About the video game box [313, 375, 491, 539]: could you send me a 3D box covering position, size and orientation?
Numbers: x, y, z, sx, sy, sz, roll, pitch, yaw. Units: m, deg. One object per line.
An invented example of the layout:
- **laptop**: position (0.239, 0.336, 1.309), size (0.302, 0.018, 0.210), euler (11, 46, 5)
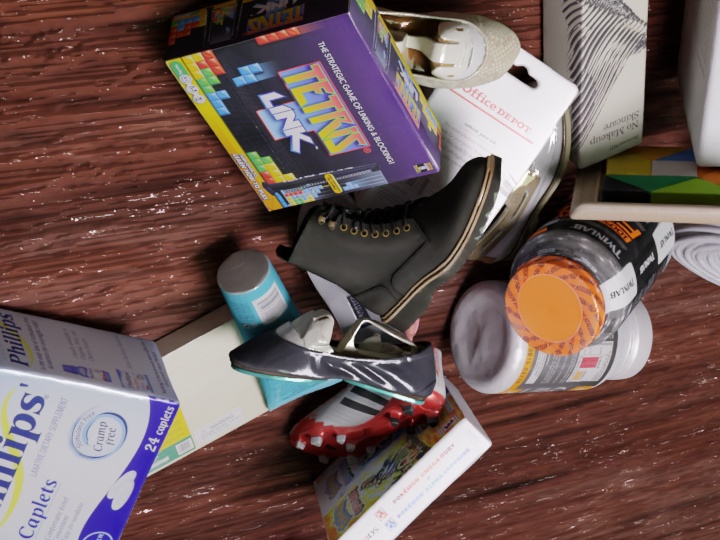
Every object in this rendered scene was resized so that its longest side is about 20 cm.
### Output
- **video game box**: position (0.037, 0.195, 1.649), size (0.047, 0.200, 0.182), euler (43, 93, -12)

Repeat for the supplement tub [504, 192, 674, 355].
- **supplement tub**: position (0.222, -0.004, 1.610), size (0.200, 0.122, 0.123), euler (-43, 151, -52)

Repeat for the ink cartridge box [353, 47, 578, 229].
- **ink cartridge box**: position (0.094, -0.119, 1.496), size (0.115, 0.067, 0.201), euler (31, 105, -14)

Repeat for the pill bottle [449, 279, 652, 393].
- **pill bottle**: position (0.201, 0.068, 1.713), size (0.199, 0.116, 0.117), euler (2, 122, -35)

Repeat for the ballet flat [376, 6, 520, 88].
- **ballet flat**: position (0.043, -0.187, 1.392), size (0.198, 0.062, 0.068), euler (4, 107, -10)

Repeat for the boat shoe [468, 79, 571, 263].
- **boat shoe**: position (0.143, -0.090, 1.579), size (0.068, 0.075, 0.201), euler (-12, 130, -34)

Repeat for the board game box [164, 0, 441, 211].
- **board game box**: position (-0.043, -0.144, 1.364), size (0.164, 0.057, 0.200), euler (-11, 140, 21)

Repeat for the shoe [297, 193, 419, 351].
- **shoe**: position (0.000, 0.000, 1.560), size (0.071, 0.091, 0.201), euler (-17, 110, 17)

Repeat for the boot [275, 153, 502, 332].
- **boot**: position (0.024, -0.043, 1.429), size (0.138, 0.078, 0.201), euler (27, 124, -10)

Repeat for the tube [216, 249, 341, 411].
- **tube**: position (-0.078, 0.062, 1.531), size (0.077, 0.051, 0.201), euler (-19, 138, 3)

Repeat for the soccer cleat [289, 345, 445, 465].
- **soccer cleat**: position (0.008, 0.133, 1.638), size (0.068, 0.086, 0.199), euler (32, 140, -32)

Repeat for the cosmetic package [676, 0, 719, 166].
- **cosmetic package**: position (0.397, -0.223, 1.546), size (0.166, 0.167, 0.201), euler (0, 128, 1)

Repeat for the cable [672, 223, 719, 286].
- **cable**: position (0.423, -0.025, 1.736), size (0.199, 0.200, 0.070), euler (21, 77, -2)

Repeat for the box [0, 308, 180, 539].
- **box**: position (-0.286, 0.142, 1.421), size (0.199, 0.105, 0.185), euler (14, 114, -29)

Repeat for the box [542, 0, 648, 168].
- **box**: position (0.220, -0.203, 1.547), size (0.082, 0.068, 0.201), euler (-24, 133, -18)

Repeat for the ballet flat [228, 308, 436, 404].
- **ballet flat**: position (-0.020, 0.071, 1.490), size (0.198, 0.073, 0.073), euler (11, 118, -19)

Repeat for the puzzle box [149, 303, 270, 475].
- **puzzle box**: position (-0.161, 0.112, 1.561), size (0.199, 0.025, 0.134), euler (-28, 135, -14)

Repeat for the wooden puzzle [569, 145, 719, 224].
- **wooden puzzle**: position (0.296, -0.086, 1.565), size (0.183, 0.200, 0.038), euler (2, 109, 10)
